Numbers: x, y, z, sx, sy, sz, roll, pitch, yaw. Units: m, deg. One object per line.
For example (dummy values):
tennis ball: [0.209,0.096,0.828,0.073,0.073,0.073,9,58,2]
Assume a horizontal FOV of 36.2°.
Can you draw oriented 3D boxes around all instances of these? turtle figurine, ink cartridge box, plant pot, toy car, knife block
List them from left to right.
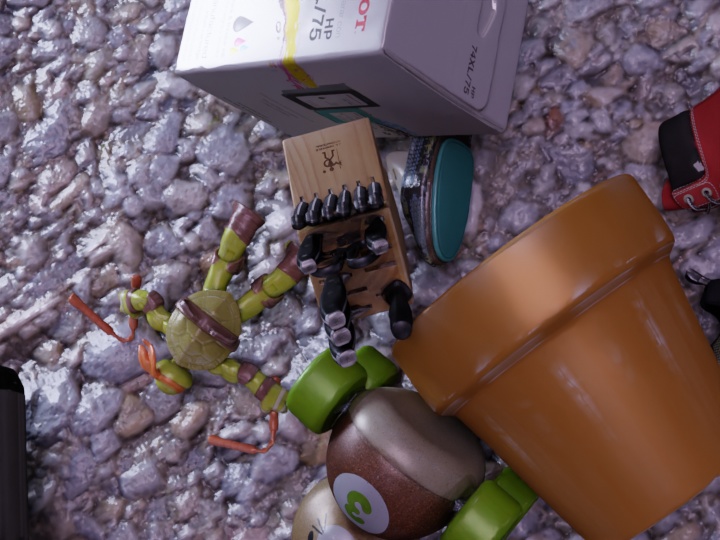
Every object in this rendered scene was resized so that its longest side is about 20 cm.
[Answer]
turtle figurine: [-0.117,0.029,0.833,0.199,0.064,0.162,35,86,12]
toy car: [-0.004,0.181,0.758,0.164,0.158,0.201,39,98,16]
ink cartridge box: [-0.002,-0.186,0.775,0.198,0.145,0.149,3,78,41]
knife block: [0.000,0.000,0.739,0.063,0.201,0.178,-13,64,4]
plant pot: [0.151,0.071,0.724,0.199,0.200,0.184,-35,79,0]

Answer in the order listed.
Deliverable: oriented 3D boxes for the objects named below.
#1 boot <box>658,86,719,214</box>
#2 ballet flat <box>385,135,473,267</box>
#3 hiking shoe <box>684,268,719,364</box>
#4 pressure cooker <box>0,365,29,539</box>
boot: [0.294,-0.048,0.770,0.144,0.072,0.202,-38,61,30]
ballet flat: [0.054,-0.102,0.843,0.073,0.074,0.203,9,79,9]
hiking shoe: [0.268,0.098,0.776,0.099,0.076,0.203,1,72,19]
pressure cooker: [-0.320,0.172,0.778,0.176,0.176,0.203,-3,80,-10]
